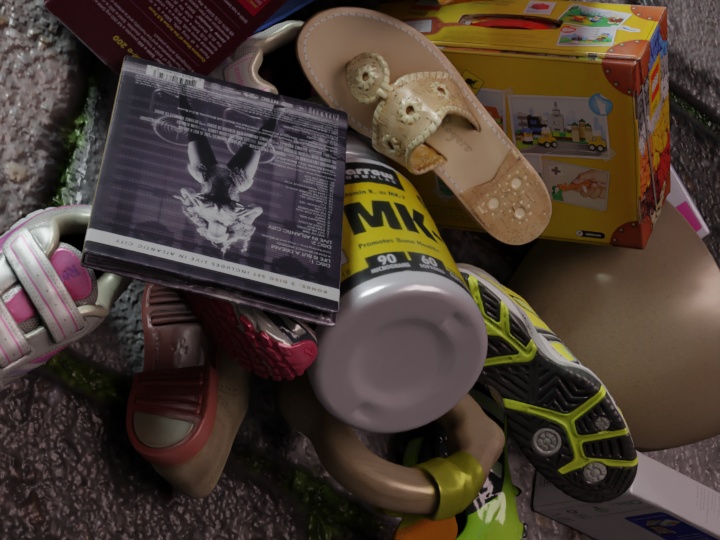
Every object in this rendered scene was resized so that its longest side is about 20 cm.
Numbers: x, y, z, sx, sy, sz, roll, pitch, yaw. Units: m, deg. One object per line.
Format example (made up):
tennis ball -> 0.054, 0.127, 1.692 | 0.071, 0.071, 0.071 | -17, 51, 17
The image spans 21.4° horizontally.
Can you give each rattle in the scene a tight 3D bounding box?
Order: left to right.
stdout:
rattle -> -0.012, 0.117, 1.284 | 0.199, 0.143, 0.131 | 26, 55, 10

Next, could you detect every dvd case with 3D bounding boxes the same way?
dvd case -> -0.081, -0.051, 1.135 | 0.147, 0.016, 0.201 | 14, 37, -10

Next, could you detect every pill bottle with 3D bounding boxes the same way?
pill bottle -> 0.000, 0.000, 1.217 | 0.114, 0.114, 0.201 | 30, 20, -33

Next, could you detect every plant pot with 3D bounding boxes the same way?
plant pot -> 0.172, 0.052, 1.394 | 0.133, 0.200, 0.202 | -23, 93, -17

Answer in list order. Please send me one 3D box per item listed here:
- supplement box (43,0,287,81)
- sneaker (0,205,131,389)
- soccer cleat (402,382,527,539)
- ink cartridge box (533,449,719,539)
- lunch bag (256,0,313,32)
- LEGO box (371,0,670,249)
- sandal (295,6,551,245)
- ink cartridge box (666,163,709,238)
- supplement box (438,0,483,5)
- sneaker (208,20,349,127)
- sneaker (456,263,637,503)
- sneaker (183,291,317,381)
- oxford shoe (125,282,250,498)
supplement box -> -0.093, -0.206, 1.201 | 0.109, 0.200, 0.061 | 43, 16, -24
sneaker -> -0.198, 0.016, 1.088 | 0.082, 0.088, 0.200 | 56, 47, -13
soccer cleat -> 0.064, 0.108, 1.341 | 0.080, 0.067, 0.202 | -2, 78, -31
ink cartridge box -> 0.233, 0.191, 1.446 | 0.199, 0.099, 0.040 | 30, 58, -35
lunch bag -> -0.032, -0.273, 1.325 | 0.133, 0.135, 0.200 | 57, 42, -13
LEGO box -> 0.108, -0.106, 1.317 | 0.077, 0.198, 0.150 | -57, 148, -49
sandal -> 0.051, -0.093, 1.235 | 0.211, 0.070, 0.078 | 42, 92, -16
ink cartridge box -> 0.216, -0.090, 1.493 | 0.120, 0.042, 0.200 | 57, 7, -11
supplement box -> 0.053, -0.277, 1.231 | 0.201, 0.073, 0.126 | 63, 22, 0
sneaker -> -0.035, -0.130, 1.306 | 0.199, 0.088, 0.082 | -26, 94, -46
sneaker -> 0.121, 0.069, 1.295 | 0.200, 0.075, 0.076 | 51, 19, -9
sneaker -> -0.081, -0.017, 1.157 | 0.074, 0.081, 0.200 | -30, 55, -11
oxford shoe -> -0.100, 0.050, 1.214 | 0.075, 0.070, 0.201 | 66, 31, -48
